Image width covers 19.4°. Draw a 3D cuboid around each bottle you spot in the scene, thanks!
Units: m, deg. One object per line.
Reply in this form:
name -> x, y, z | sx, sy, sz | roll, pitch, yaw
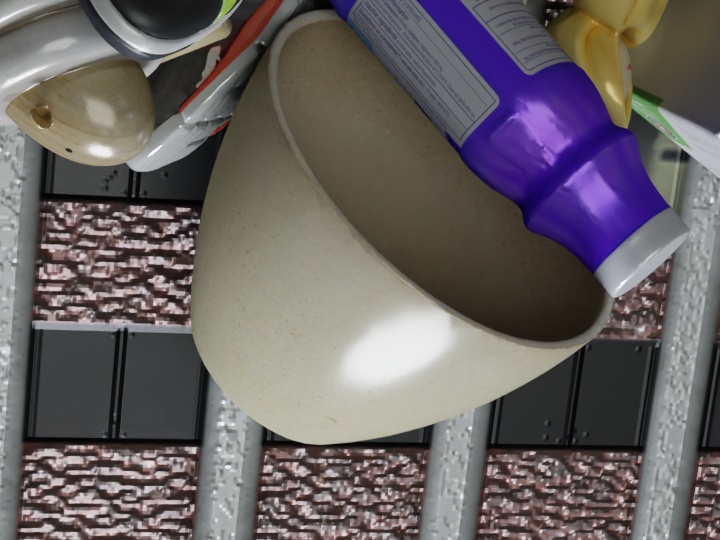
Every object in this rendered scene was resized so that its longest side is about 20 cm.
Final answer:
bottle -> 0.069, -0.078, 0.964 | 0.065, 0.083, 0.200 | -44, 79, 22

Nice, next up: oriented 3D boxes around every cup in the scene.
cup -> 0.000, 0.000, 0.995 | 0.199, 0.201, 0.143 | 29, 123, -21

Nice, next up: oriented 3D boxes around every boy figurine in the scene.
boy figurine -> 0.140, -0.153, 1.010 | 0.064, 0.124, 0.201 | 27, 86, 10

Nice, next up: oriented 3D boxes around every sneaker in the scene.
sneaker -> -0.042, -0.172, 0.861 | 0.072, 0.083, 0.200 | 42, 63, -8
sneaker -> -0.062, -0.140, 0.997 | 0.082, 0.077, 0.201 | 37, 93, 5

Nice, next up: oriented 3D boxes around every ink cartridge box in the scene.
ink cartridge box -> 0.238, -0.058, 1.052 | 0.199, 0.146, 0.085 | 35, 93, -22

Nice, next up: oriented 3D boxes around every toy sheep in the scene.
toy sheep -> -0.140, -0.140, 0.931 | 0.137, 0.138, 0.202 | -18, 78, -9
